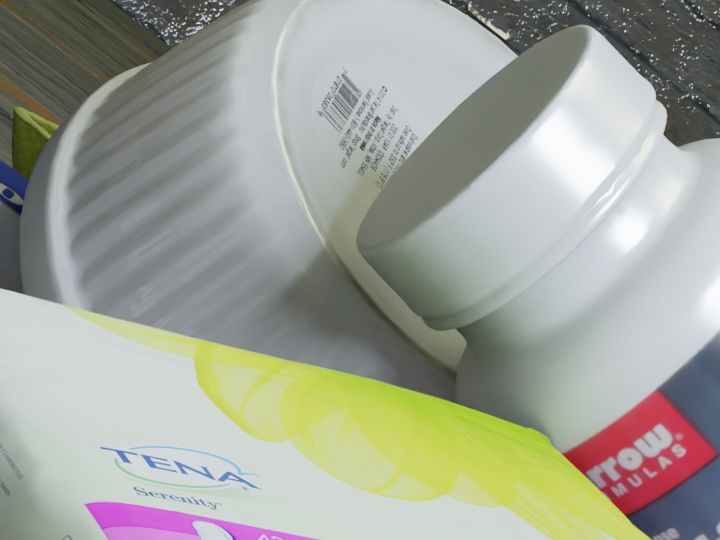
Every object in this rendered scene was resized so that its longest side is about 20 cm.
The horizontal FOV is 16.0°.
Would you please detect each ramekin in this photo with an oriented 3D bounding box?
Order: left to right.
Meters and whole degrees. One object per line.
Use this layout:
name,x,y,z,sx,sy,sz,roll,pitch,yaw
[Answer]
ramekin,0.000,0.000,0.831,0.200,0.105,0.200,27,45,-31

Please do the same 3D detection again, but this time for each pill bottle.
pill bottle,0.097,0.034,0.725,0.200,0.120,0.120,45,3,-12

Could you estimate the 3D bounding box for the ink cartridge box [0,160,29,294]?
ink cartridge box,-0.112,0.002,0.895,0.200,0.044,0.094,36,3,-23

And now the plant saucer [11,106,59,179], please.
plant saucer,-0.052,0.026,1.099,0.200,0.048,0.200,40,5,23

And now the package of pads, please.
package of pads,-0.009,0.074,0.580,0.200,0.068,0.155,16,16,-33
